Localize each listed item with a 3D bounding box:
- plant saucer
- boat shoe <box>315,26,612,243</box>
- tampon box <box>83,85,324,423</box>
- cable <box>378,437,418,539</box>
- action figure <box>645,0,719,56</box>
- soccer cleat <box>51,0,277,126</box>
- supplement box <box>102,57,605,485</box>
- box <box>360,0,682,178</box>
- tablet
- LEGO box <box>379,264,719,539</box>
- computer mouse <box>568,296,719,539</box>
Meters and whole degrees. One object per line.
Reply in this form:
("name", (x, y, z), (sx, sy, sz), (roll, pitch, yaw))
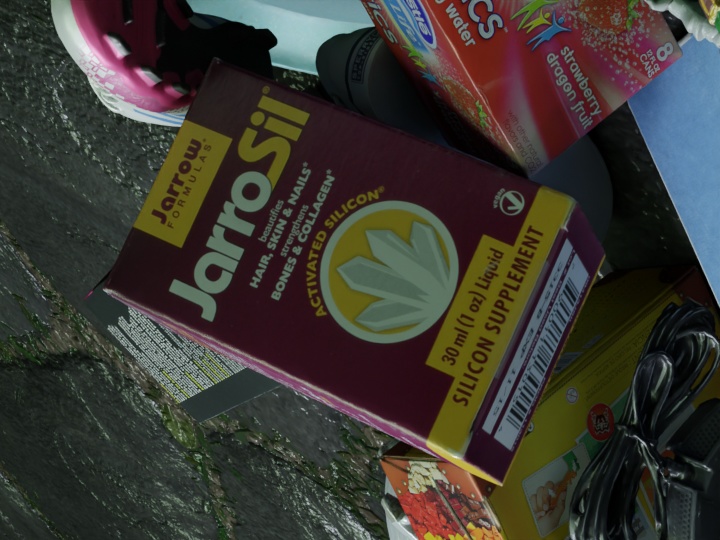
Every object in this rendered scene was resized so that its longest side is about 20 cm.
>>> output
("plant saucer", (-0.030, -0.144, 0.904), (0.197, 0.036, 0.200), (11, 174, 1))
("boat shoe", (0.058, -0.072, 0.896), (0.200, 0.074, 0.065), (38, 169, -35))
("tampon box", (-0.072, -0.005, 1.125), (0.126, 0.150, 0.200), (47, 154, -8))
("cable", (0.112, 0.138, 1.014), (0.201, 0.199, 0.069), (57, 157, -10))
("action figure", (0.138, -0.130, 0.663), (0.118, 0.054, 0.202), (82, 164, -66))
("soccer cleat", (-0.113, -0.105, 0.849), (0.085, 0.071, 0.200), (-9, 171, 22))
("supplement box", (0.000, 0.000, 0.812), (0.198, 0.132, 0.103), (22, 174, 21))
("box", (0.048, -0.155, 0.768), (0.201, 0.099, 0.095), (57, 170, -23))
("tablet", (0.194, -0.021, 0.786), (0.202, 0.014, 0.130), (67, 157, 8))
("LEGO box", (0.129, 0.112, 0.925), (0.077, 0.199, 0.150), (-5, 115, 56))
("computer mouse", (0.211, 0.112, 0.884), (0.198, 0.140, 0.053), (25, 179, -11))
